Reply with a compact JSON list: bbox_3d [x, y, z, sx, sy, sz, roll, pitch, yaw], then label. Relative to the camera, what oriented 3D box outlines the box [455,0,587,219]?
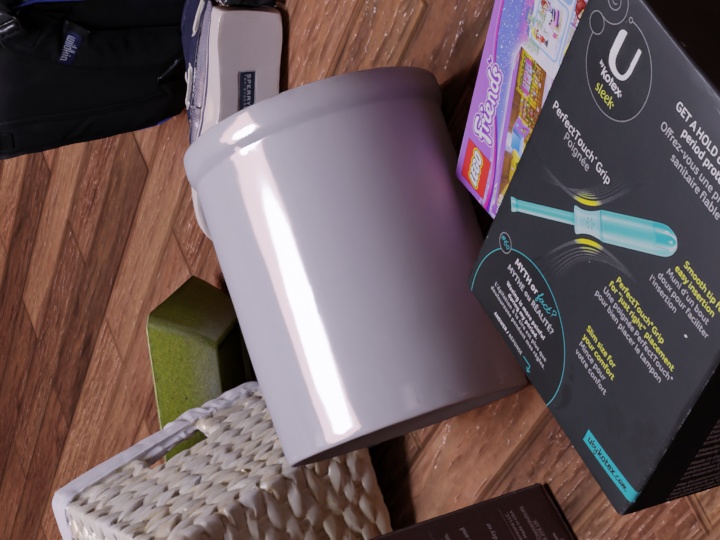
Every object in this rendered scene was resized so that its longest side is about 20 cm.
[{"bbox_3d":[0.117,-0.096,0.869,0.137,0.039,0.202,52,143,40],"label":"box"}]

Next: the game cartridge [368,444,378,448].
[{"bbox_3d":[-0.024,0.024,1.197,0.201,0.041,0.134,63,145,28],"label":"game cartridge"}]

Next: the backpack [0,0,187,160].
[{"bbox_3d":[-0.232,-0.201,1.332,0.148,0.198,0.184,63,146,29],"label":"backpack"}]

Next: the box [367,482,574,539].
[{"bbox_3d":[0.031,0.205,0.978,0.075,0.198,0.101,61,148,28],"label":"box"}]

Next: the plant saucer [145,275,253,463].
[{"bbox_3d":[-0.119,0.116,1.327,0.200,0.047,0.203,-60,-37,-79],"label":"plant saucer"}]

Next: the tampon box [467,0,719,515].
[{"bbox_3d":[0.160,-0.019,0.721,0.151,0.125,0.201,59,146,32],"label":"tampon box"}]

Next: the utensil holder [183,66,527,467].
[{"bbox_3d":[0.000,0.000,1.000,0.170,0.168,0.202,-36,72,61],"label":"utensil holder"}]

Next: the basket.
[{"bbox_3d":[-0.084,0.215,1.176,0.160,0.197,0.202,7,119,53],"label":"basket"}]

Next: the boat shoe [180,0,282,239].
[{"bbox_3d":[-0.104,-0.129,1.264,0.093,0.074,0.203,-135,49,-57],"label":"boat shoe"}]
